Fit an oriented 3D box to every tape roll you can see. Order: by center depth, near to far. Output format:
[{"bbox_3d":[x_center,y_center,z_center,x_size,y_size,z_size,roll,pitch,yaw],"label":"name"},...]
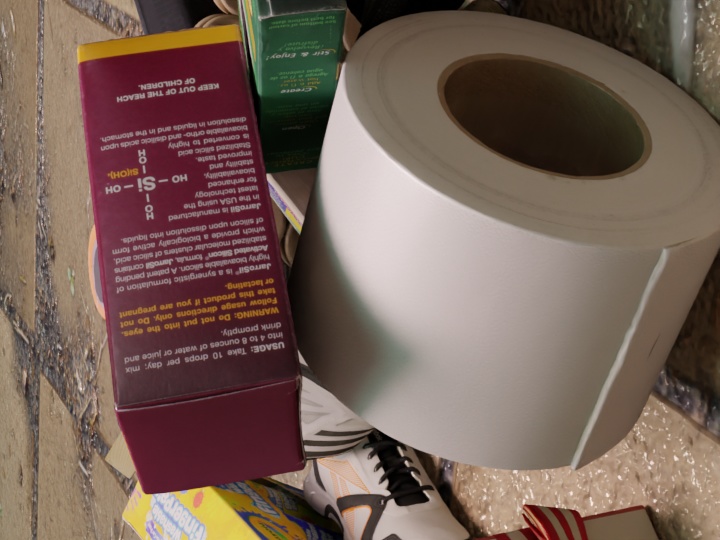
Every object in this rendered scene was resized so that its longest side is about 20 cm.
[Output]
[{"bbox_3d":[0.072,-0.020,0.720,0.203,0.201,0.140,56,141,42],"label":"tape roll"}]

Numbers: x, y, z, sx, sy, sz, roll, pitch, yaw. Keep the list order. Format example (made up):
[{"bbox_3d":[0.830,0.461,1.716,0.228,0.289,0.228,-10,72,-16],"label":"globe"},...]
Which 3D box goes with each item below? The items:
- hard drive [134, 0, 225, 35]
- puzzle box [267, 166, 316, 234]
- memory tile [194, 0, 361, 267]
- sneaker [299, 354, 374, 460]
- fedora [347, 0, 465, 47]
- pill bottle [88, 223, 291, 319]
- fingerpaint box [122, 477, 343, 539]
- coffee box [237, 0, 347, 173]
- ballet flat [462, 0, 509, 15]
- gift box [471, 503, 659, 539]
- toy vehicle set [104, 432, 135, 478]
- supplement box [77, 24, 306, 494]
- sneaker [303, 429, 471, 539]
[{"bbox_3d":[-0.085,-0.147,1.034,0.042,0.200,0.136,-29,63,20],"label":"hard drive"},{"bbox_3d":[0.000,0.000,0.883,0.201,0.025,0.133,52,176,-1],"label":"puzzle box"},{"bbox_3d":[-0.055,-0.105,0.959,0.017,0.152,0.202,22,97,55],"label":"memory tile"},{"bbox_3d":[-0.075,0.070,0.961,0.116,0.199,0.076,-58,14,28],"label":"sneaker"},{"bbox_3d":[0.029,-0.204,0.779,0.091,0.201,0.201,39,139,7],"label":"fedora"},{"bbox_3d":[-0.092,-0.008,1.035,0.106,0.198,0.107,17,109,60],"label":"pill bottle"},{"bbox_3d":[-0.056,0.208,1.033,0.200,0.166,0.074,30,93,58],"label":"fingerpaint box"},{"bbox_3d":[-0.039,-0.139,0.732,0.200,0.044,0.124,101,161,-72],"label":"coffee box"},{"bbox_3d":[0.070,-0.062,0.870,0.066,0.056,0.202,20,112,59],"label":"ballet flat"},{"bbox_3d":[0.081,0.246,0.763,0.186,0.199,0.187,64,145,25],"label":"gift box"},{"bbox_3d":[-0.125,0.063,1.151,0.026,0.201,0.124,36,145,-2],"label":"toy vehicle set"},{"bbox_3d":[-0.084,-0.006,0.715,0.111,0.085,0.202,92,168,-61],"label":"supplement box"},{"bbox_3d":[0.015,0.152,0.999,0.200,0.073,0.081,31,119,57],"label":"sneaker"}]
